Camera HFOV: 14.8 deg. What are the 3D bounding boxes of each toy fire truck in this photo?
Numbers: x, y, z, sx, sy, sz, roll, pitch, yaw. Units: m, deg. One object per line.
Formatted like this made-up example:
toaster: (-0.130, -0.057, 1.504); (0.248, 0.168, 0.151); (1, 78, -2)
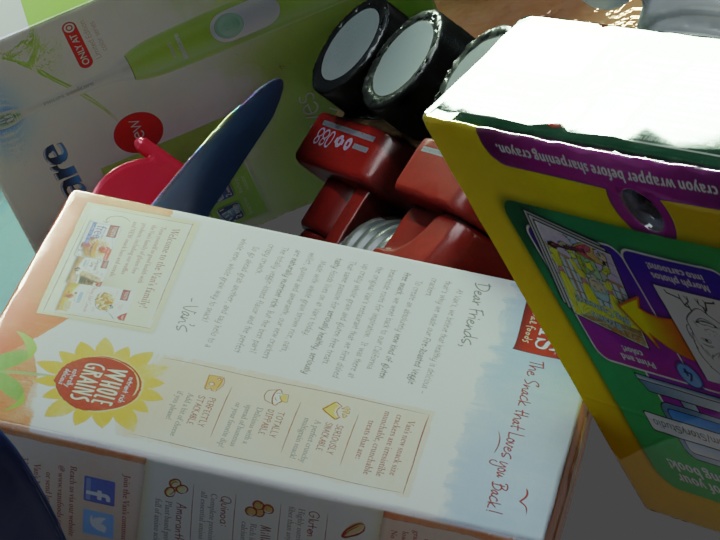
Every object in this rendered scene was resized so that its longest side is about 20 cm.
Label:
toy fire truck: (0.000, 0.000, 1.063); (0.200, 0.129, 0.176); (-58, 26, -4)

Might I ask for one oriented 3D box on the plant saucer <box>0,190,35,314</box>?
plant saucer: (-0.131, -0.032, 1.316); (0.200, 0.027, 0.200); (-24, 30, 15)

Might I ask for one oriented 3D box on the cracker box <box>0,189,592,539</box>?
cracker box: (-0.025, 0.049, 0.943); (0.200, 0.058, 0.134); (12, 37, 9)

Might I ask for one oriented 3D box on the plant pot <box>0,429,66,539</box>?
plant pot: (-0.187, 0.123, 0.782); (0.200, 0.180, 0.200); (25, 72, 35)

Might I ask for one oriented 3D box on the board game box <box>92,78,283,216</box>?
board game box: (-0.106, -0.005, 1.114); (0.200, 0.039, 0.158); (-56, -4, 20)

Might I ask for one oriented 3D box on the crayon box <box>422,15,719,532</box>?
crayon box: (0.131, 0.015, 0.823); (0.058, 0.173, 0.200); (-44, 30, -20)

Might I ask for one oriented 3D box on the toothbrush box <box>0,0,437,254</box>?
toothbrush box: (-0.069, -0.095, 1.186); (0.200, 0.146, 0.086); (-22, 42, 1)

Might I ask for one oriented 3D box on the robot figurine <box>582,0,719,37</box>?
robot figurine: (0.161, -0.096, 0.984); (0.113, 0.170, 0.200); (124, 168, -79)
